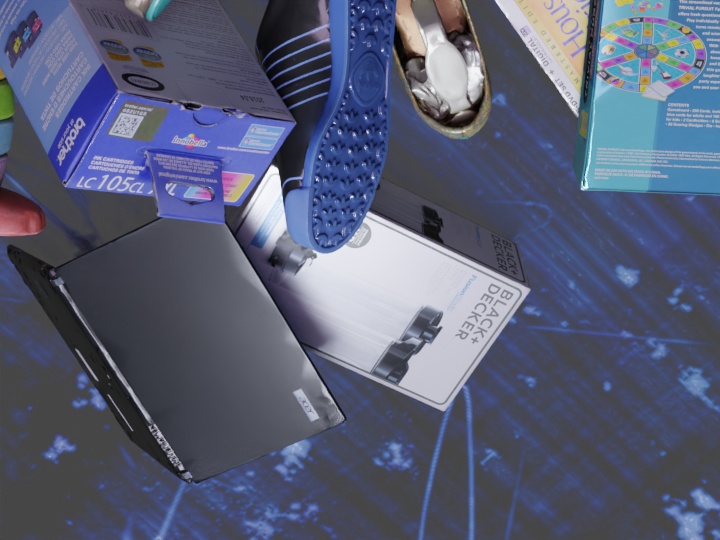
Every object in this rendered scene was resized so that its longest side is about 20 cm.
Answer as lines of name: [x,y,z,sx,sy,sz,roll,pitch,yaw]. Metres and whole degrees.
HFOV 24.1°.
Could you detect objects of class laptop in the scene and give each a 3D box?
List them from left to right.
laptop: [-0.129,0.041,1.124,0.103,0.200,0.178,-36,110,-16]

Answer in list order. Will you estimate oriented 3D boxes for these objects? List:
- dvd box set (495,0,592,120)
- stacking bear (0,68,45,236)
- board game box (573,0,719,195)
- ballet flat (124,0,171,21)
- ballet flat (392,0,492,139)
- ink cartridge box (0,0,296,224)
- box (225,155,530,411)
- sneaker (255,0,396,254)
dvd box set: [0.199,-0.188,1.084,0.200,0.029,0.147,-34,108,13]
stacking bear: [-0.271,-0.128,1.073,0.121,0.113,0.201,-7,106,-41]
board game box: [0.219,-0.148,1.057,0.150,0.047,0.201,3,112,-2]
ballet flat: [-0.099,-0.226,1.005,0.062,0.200,0.067,36,146,-3]
ballet flat: [0.037,-0.174,1.072,0.070,0.071,0.201,-18,111,8]
ink cartridge box: [-0.131,-0.114,1.002,0.136,0.200,0.076,5,130,-44]
box: [0.000,0.000,1.127,0.199,0.060,0.117,26,115,-19]
sneaker: [-0.028,-0.113,1.043,0.078,0.070,0.201,10,91,40]
